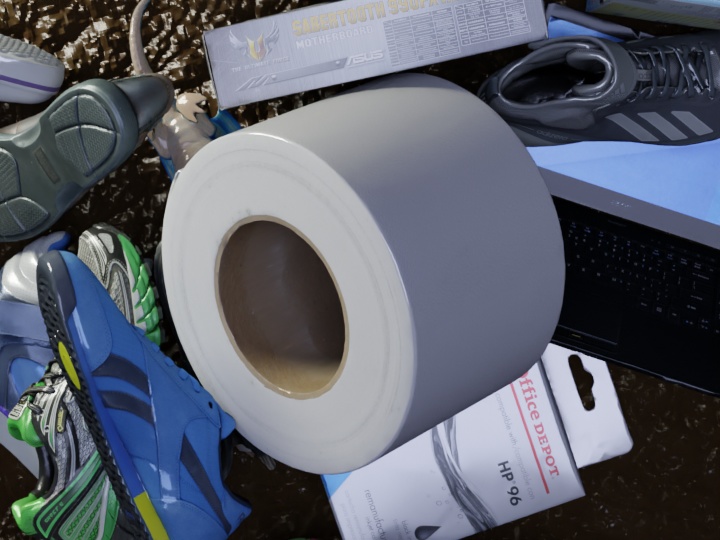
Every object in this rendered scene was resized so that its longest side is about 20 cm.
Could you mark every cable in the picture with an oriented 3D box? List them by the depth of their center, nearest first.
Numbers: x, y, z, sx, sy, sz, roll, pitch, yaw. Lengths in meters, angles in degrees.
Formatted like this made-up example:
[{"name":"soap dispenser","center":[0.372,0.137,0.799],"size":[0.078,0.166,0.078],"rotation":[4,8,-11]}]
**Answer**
[{"name":"cable","center":[-0.102,0.062,1.226],"size":[0.097,0.050,0.201],"rotation":[-31,121,-13]}]

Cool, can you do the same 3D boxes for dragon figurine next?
[{"name":"dragon figurine","center":[-0.102,-0.072,1.240],"size":[0.059,0.099,0.201],"rotation":[-31,77,7]}]

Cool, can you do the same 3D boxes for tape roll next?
[{"name":"tape roll","center":[0.000,0.000,1.121],"size":[0.202,0.139,0.205],"rotation":[21,122,37]}]

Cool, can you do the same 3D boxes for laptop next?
[{"name":"laptop","center":[0.172,-0.046,1.214],"size":[0.175,0.201,0.104],"rotation":[18,135,-1]}]

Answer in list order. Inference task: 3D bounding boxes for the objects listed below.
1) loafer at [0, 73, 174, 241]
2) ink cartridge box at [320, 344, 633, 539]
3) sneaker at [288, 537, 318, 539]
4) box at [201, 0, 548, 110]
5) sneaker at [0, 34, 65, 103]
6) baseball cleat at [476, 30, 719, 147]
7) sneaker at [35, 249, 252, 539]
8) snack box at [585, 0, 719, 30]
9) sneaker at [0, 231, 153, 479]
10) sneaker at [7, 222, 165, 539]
[{"name":"loafer","center":[-0.186,-0.071,1.209],"size":[0.199,0.063,0.072],"rotation":[-22,97,46]},{"name":"ink cartridge box","center":[0.071,0.104,1.255],"size":[0.198,0.068,0.117],"rotation":[-20,97,4]},{"name":"sneaker","center":[-0.008,0.258,1.285],"size":[0.083,0.077,0.201],"rotation":[-20,111,45]},{"name":"box","center":[0.010,-0.145,1.178],"size":[0.198,0.158,0.049],"rotation":[-12,97,4]},{"name":"sneaker","center":[-0.286,-0.101,1.240],"size":[0.198,0.073,0.116],"rotation":[8,102,11]},{"name":"baseball cleat","center":[0.171,-0.111,1.175],"size":[0.198,0.106,0.071],"rotation":[-12,83,-7]},{"name":"sneaker","center":[-0.124,0.071,1.125],"size":[0.078,0.066,0.202],"rotation":[-26,105,-15]},{"name":"snack box","center":[0.202,-0.167,1.148],"size":[0.115,0.200,0.038],"rotation":[8,95,0]},{"name":"sneaker","center":[-0.160,0.068,1.249],"size":[0.199,0.081,0.147],"rotation":[38,101,2]},{"name":"sneaker","center":[-0.167,0.071,1.176],"size":[0.084,0.078,0.202],"rotation":[6,89,-20]}]
